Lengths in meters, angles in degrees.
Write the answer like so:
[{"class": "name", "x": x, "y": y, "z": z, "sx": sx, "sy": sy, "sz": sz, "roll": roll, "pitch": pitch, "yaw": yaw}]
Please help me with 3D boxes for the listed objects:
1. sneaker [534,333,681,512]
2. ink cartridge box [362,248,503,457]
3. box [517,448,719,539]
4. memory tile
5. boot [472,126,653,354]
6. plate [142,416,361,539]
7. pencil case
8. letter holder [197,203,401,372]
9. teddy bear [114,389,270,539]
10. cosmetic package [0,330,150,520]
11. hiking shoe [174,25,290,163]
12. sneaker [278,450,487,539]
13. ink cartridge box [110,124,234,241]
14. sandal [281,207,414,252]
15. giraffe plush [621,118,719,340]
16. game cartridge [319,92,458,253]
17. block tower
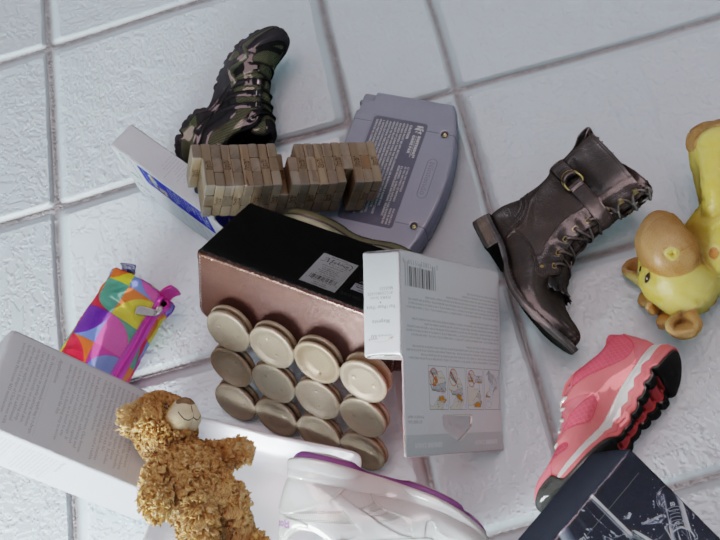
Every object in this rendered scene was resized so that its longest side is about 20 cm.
[{"class": "sneaker", "x": 0.219, "y": 0.144, "z": 1.045, "sx": 0.201, "sy": 0.074, "sz": 0.086, "roll": -49, "pitch": 44, "yaw": -13}, {"class": "ink cartridge box", "x": 0.071, "y": 0.079, "z": 1.016, "sx": 0.043, "sy": 0.199, "sz": 0.177, "roll": -5, "pitch": 82, "yaw": 32}, {"class": "box", "x": 0.208, "y": 0.284, "z": 0.907, "sx": 0.182, "sy": 0.104, "sz": 0.200, "roll": 43, "pitch": 78, "yaw": 4}, {"class": "memory tile", "x": -0.060, "y": 0.113, "z": 1.070, "sx": 0.197, "sy": 0.155, "sz": 0.017, "roll": 18, "pitch": 45, "yaw": 21}, {"class": "boot", "x": 0.219, "y": -0.036, "z": 1.107, "sx": 0.173, "sy": 0.069, "sz": 0.202, "roll": -34, "pitch": 58, "yaw": 9}, {"class": "plate", "x": -0.111, "y": 0.256, "z": 1.069, "sx": 0.197, "sy": 0.032, "sz": 0.202, "roll": 9, "pitch": 65, "yaw": 17}, {"class": "pencil case", "x": -0.274, "y": 0.092, "z": 1.162, "sx": 0.087, "sy": 0.089, "sz": 0.202, "roll": 22, "pitch": 72, "yaw": 22}, {"class": "letter holder", "x": -0.051, "y": 0.044, "z": 1.088, "sx": 0.197, "sy": 0.144, "sz": 0.101, "roll": 19, "pitch": 38, "yaw": 18}, {"class": "teddy bear", "x": -0.149, "y": 0.195, "z": 1.019, "sx": 0.143, "sy": 0.067, "sz": 0.202, "roll": 3, "pitch": 57, "yaw": -33}, {"class": "cosmetic package", "x": -0.271, "y": 0.152, "z": 1.057, "sx": 0.071, "sy": 0.198, "sz": 0.103, "roll": -35, "pitch": 35, "yaw": 42}, {"class": "hiking shoe", "x": -0.127, "y": -0.189, "z": 1.290, "sx": 0.100, "sy": 0.076, "sz": 0.202, "roll": 30, "pitch": 82, "yaw": 16}, {"class": "sneaker", "x": 0.017, "y": 0.238, "z": 1.019, "sx": 0.197, "sy": 0.075, "sz": 0.101, "roll": 17, "pitch": 77, "yaw": 1}, {"class": "ink cartridge box", "x": -0.186, "y": -0.078, "z": 1.222, "sx": 0.199, "sy": 0.100, "sz": 0.039, "roll": 37, "pitch": 74, "yaw": 25}, {"class": "sandal", "x": -0.001, "y": 0.000, "z": 1.137, "sx": 0.198, "sy": 0.080, "sz": 0.058, "roll": 23, "pitch": 67, "yaw": 8}, {"class": "giraffe plush", "x": 0.333, "y": -0.026, "z": 1.068, "sx": 0.161, "sy": 0.173, "sz": 0.202, "roll": -29, "pitch": 95, "yaw": 7}, {"class": "game cartridge", "x": 0.035, "y": -0.101, "z": 1.221, "sx": 0.131, "sy": 0.042, "sz": 0.202, "roll": 14, "pitch": 67, "yaw": 14}, {"class": "block tower", "x": -0.080, "y": -0.096, "z": 1.153, "sx": 0.197, "sy": 0.054, "sz": 0.059, "roll": -2, "pitch": 58, "yaw": -17}]
